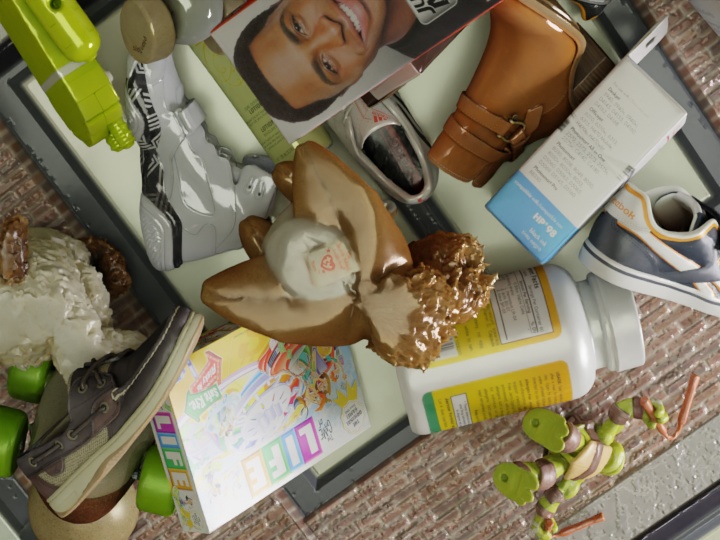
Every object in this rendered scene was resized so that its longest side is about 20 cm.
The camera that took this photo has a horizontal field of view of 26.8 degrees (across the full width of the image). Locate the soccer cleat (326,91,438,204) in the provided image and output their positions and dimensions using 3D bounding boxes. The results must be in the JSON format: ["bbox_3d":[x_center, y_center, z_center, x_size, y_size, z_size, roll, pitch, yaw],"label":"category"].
[{"bbox_3d":[-0.002,-0.137,1.203,0.068,0.085,0.201,-33,101,7],"label":"soccer cleat"}]

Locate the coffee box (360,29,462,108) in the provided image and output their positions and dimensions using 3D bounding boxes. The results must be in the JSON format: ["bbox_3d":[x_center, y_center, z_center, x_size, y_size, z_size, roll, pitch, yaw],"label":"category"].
[{"bbox_3d":[-0.006,-0.242,1.144,0.201,0.080,0.113,50,57,-11],"label":"coffee box"}]

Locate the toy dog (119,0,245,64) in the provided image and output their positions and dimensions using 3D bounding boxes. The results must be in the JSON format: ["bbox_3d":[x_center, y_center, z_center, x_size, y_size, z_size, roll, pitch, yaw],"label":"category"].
[{"bbox_3d":[-0.155,-0.249,1.137,0.200,0.132,0.096,44,138,2],"label":"toy dog"}]

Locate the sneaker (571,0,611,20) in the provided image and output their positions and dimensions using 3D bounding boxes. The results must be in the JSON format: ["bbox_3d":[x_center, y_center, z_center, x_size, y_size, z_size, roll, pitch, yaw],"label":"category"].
[{"bbox_3d":[0.117,-0.254,1.187,0.198,0.079,0.078,18,126,4],"label":"sneaker"}]

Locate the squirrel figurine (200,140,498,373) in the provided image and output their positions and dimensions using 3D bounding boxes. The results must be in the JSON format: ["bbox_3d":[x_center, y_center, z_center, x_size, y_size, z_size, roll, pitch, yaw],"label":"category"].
[{"bbox_3d":[0.000,0.000,1.161,0.198,0.187,0.143,29,95,4],"label":"squirrel figurine"}]

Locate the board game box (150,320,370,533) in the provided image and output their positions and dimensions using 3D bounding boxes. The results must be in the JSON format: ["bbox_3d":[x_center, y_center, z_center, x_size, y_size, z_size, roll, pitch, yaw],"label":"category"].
[{"bbox_3d":[-0.081,0.104,1.213,0.034,0.199,0.136,-3,108,42],"label":"board game box"}]

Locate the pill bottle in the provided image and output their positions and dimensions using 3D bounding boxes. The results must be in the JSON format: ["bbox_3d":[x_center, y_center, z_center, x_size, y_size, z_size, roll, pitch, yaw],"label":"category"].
[{"bbox_3d":[0.126,0.059,1.234,0.197,0.113,0.114,-14,103,3],"label":"pill bottle"}]

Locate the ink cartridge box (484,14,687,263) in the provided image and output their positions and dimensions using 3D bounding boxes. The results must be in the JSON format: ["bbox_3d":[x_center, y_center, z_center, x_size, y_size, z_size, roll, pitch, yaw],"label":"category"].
[{"bbox_3d":[0.194,-0.100,1.192,0.067,0.116,0.200,45,100,7],"label":"ink cartridge box"}]

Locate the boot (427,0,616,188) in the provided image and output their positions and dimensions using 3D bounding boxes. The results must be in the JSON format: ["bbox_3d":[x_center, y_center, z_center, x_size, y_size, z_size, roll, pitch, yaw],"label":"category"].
[{"bbox_3d":[0.105,-0.142,1.162,0.155,0.074,0.199,-43,144,13],"label":"boot"}]

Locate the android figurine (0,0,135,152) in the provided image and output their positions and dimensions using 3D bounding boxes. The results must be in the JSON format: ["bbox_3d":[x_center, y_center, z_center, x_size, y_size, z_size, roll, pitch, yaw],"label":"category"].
[{"bbox_3d":[-0.235,-0.175,1.147,0.041,0.182,0.201,-35,99,-14],"label":"android figurine"}]

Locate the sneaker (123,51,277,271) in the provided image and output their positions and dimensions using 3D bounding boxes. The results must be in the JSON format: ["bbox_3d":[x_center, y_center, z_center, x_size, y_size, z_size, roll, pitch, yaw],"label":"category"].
[{"bbox_3d":[-0.125,-0.101,1.218,0.113,0.075,0.203,-5,108,0],"label":"sneaker"}]

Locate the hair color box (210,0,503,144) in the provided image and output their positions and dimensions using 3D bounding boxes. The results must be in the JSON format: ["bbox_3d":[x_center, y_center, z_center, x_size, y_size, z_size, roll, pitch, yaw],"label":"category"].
[{"bbox_3d":[0.004,-0.187,1.058,0.199,0.061,0.102,-33,104,21],"label":"hair color box"}]

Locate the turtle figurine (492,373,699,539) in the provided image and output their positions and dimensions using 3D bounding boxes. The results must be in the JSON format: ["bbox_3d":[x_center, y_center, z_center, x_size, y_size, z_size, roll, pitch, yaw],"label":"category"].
[{"bbox_3d":[0.185,0.146,1.255,0.200,0.160,0.065,-50,57,20],"label":"turtle figurine"}]

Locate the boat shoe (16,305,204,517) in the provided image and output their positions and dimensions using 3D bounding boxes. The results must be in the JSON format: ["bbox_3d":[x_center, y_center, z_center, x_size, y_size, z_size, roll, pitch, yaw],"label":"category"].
[{"bbox_3d":[-0.185,0.096,1.096,0.065,0.072,0.200,36,117,-7],"label":"boat shoe"}]

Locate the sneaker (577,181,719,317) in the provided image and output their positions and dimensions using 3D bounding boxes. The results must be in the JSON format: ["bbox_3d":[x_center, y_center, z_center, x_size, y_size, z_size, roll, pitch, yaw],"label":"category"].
[{"bbox_3d":[0.269,-0.015,1.205,0.198,0.078,0.080,13,112,-35],"label":"sneaker"}]

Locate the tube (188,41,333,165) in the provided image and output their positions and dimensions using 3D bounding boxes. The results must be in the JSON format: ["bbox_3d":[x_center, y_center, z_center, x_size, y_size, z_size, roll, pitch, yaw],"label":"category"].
[{"bbox_3d":[-0.098,-0.170,1.210,0.058,0.052,0.201,-34,94,-10],"label":"tube"}]

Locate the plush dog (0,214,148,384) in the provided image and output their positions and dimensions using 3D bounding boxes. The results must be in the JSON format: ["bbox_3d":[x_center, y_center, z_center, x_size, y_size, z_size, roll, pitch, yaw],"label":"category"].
[{"bbox_3d":[-0.268,0.018,1.192,0.197,0.172,0.163,-8,108,-10],"label":"plush dog"}]

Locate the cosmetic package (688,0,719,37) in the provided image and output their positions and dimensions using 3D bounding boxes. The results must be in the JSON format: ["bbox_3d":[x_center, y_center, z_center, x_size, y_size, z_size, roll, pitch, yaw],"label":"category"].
[{"bbox_3d":[0.342,-0.237,1.143,0.165,0.165,0.200,-43,101,8],"label":"cosmetic package"}]

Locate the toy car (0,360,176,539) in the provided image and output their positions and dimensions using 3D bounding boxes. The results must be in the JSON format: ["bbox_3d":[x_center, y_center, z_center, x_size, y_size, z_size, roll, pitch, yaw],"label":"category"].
[{"bbox_3d":[-0.227,0.179,1.271,0.162,0.159,0.202,14,131,0],"label":"toy car"}]
